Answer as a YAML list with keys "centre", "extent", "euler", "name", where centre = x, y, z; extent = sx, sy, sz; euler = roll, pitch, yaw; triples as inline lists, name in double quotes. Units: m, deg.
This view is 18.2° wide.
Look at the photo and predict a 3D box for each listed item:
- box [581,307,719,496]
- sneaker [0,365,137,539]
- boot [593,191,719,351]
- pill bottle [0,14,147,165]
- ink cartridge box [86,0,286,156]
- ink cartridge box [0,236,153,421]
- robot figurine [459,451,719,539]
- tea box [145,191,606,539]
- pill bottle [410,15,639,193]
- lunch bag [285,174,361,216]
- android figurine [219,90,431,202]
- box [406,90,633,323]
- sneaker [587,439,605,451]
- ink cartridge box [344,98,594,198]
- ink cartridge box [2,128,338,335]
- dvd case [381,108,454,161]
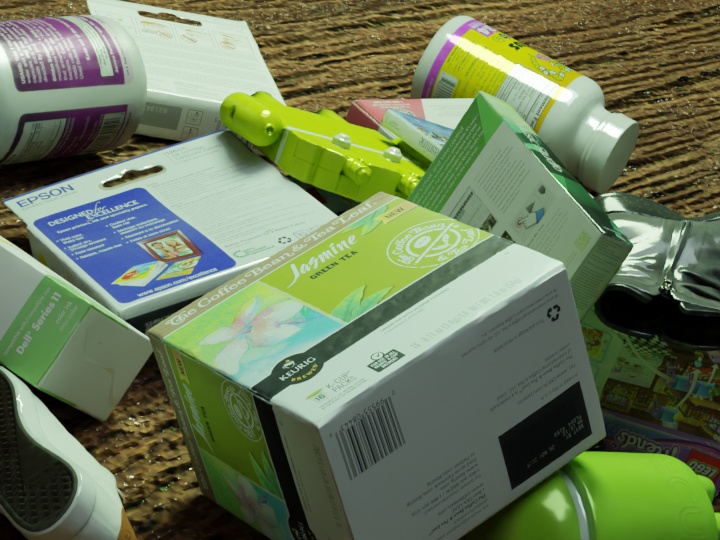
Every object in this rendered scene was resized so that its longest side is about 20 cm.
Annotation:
- centre: [0.197, 0.067, 1.653]
  extent: [0.199, 0.137, 0.039]
  euler: [23, 28, 6]
  name: "box"
- centre: [-0.200, 0.128, 1.381]
  extent: [0.085, 0.073, 0.200]
  euler: [44, -2, -39]
  name: "sneaker"
- centre: [0.253, 0.012, 1.584]
  extent: [0.199, 0.070, 0.132]
  euler: [3, 33, -7]
  name: "boot"
- centre: [-0.274, -0.139, 1.753]
  extent: [0.200, 0.113, 0.112]
  euler: [-10, 39, -45]
  name: "pill bottle"
- centre: [-0.159, -0.173, 1.970]
  extent: [0.160, 0.050, 0.200]
  euler: [8, 25, -20]
  name: "ink cartridge box"
- centre: [-0.246, 0.013, 1.487]
  extent: [0.200, 0.067, 0.117]
  euler: [32, -4, 22]
  name: "ink cartridge box"
- centre: [0.148, 0.175, 1.443]
  extent: [0.199, 0.116, 0.176]
  euler: [2, 33, -30]
  name: "robot figurine"
- centre: [0.009, 0.071, 1.403]
  extent: [0.200, 0.134, 0.196]
  euler: [-32, 31, -26]
  name: "tea box"
- centre: [0.152, -0.148, 2.060]
  extent: [0.200, 0.105, 0.104]
  euler: [30, 29, 19]
  name: "pill bottle"
- centre: [0.000, 0.000, 1.720]
  extent: [0.160, 0.076, 0.200]
  euler: [8, 28, -13]
  name: "lunch bag"
- centre: [-0.018, -0.094, 1.744]
  extent: [0.181, 0.041, 0.200]
  euler: [14, 12, -26]
  name: "android figurine"
- centre: [0.096, -0.017, 1.573]
  extent: [0.036, 0.145, 0.200]
  euler: [21, 22, -37]
  name: "box"
- centre: [0.073, 0.096, 1.604]
  extent: [0.199, 0.078, 0.085]
  euler: [19, 19, -21]
  name: "sneaker"
- centre: [0.090, -0.063, 1.883]
  extent: [0.146, 0.083, 0.200]
  euler: [-3, 34, -37]
  name: "ink cartridge box"
- centre: [-0.132, -0.025, 1.644]
  extent: [0.197, 0.047, 0.200]
  euler: [-20, 32, -25]
  name: "ink cartridge box"
- centre: [0.117, -0.071, 1.736]
  extent: [0.142, 0.018, 0.200]
  euler: [17, 13, -31]
  name: "dvd case"
